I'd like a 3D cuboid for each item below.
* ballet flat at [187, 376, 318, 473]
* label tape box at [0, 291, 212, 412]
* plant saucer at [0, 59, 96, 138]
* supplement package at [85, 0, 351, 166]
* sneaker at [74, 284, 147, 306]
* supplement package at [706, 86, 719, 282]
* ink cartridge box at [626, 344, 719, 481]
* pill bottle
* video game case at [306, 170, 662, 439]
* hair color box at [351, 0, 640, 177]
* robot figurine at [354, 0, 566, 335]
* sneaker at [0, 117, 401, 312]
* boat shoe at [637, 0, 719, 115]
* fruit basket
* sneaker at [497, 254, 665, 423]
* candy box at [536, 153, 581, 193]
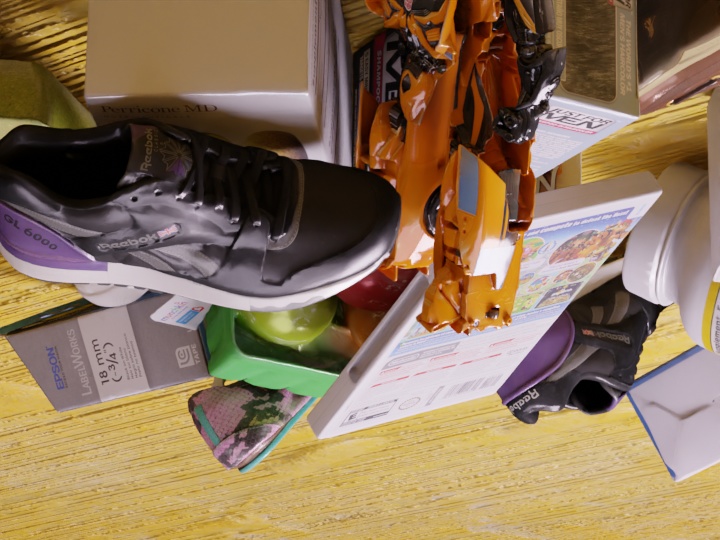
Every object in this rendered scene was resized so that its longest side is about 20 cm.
[{"bbox_3d":[-0.040,0.055,1.775,0.069,0.071,0.200,-35,-179,40],"label":"ballet flat"},{"bbox_3d":[-0.138,0.042,1.860,0.199,0.064,0.144,-14,-176,36],"label":"label tape box"},{"bbox_3d":[-0.217,-0.072,1.598,0.199,0.048,0.200,6,161,22],"label":"plant saucer"},{"bbox_3d":[-0.068,-0.100,1.443,0.113,0.110,0.200,-1,161,6],"label":"supplement package"},{"bbox_3d":[-0.142,-0.043,1.719,0.088,0.076,0.200,25,149,-20],"label":"sneaker"},{"bbox_3d":[0.299,-0.058,1.568,0.199,0.114,0.110,3,160,-4],"label":"supplement package"},{"bbox_3d":[0.289,0.055,1.851,0.199,0.077,0.136,-20,171,-41],"label":"ink cartridge box"},{"bbox_3d":[0.261,0.010,1.683,0.199,0.113,0.112,24,169,22],"label":"pill bottle"},{"bbox_3d":[0.068,0.020,1.600,0.143,0.018,0.200,-12,151,-39],"label":"video game case"},{"bbox_3d":[0.067,-0.097,1.484,0.060,0.100,0.200,12,158,-27],"label":"hair color box"},{"bbox_3d":[0.042,-0.078,1.389,0.058,0.201,0.145,-11,-153,-29],"label":"robot figurine"},{"bbox_3d":[-0.080,-0.031,1.344,0.199,0.076,0.088,0,154,2],"label":"sneaker"},{"bbox_3d":[0.163,-0.115,1.473,0.067,0.072,0.200,16,153,-32],"label":"boat shoe"},{"bbox_3d":[0.000,0.000,1.658,0.184,0.094,0.200,12,142,-26],"label":"fruit basket"},{"bbox_3d":[0.147,0.048,1.810,0.199,0.088,0.076,-16,165,-44],"label":"sneaker"},{"bbox_3d":[0.051,-0.036,1.727,0.115,0.056,0.200,6,161,-13],"label":"candy box"}]
